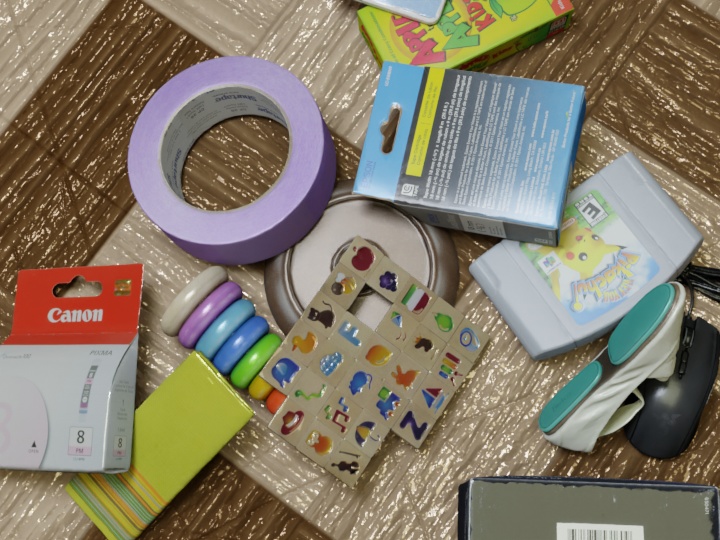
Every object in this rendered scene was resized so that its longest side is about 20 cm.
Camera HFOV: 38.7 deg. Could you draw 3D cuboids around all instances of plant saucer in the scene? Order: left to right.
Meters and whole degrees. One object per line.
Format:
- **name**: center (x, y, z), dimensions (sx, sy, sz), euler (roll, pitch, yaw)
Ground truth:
- **plant saucer**: center (0.000, 0.000, 1.028), dimensions (0.199, 0.032, 0.201), euler (0, 79, 2)

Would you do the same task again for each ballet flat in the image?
- **ballet flat**: center (0.247, 0.095, 0.950), dimensions (0.069, 0.069, 0.200), euler (41, 116, 10)

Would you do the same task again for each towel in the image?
- **towel**: center (-0.192, 0.173, 0.977), dimensions (0.086, 0.018, 0.200), euler (46, 103, 7)

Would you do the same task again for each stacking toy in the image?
- **stacking toy**: center (-0.095, 0.089, 0.993), dimensions (0.200, 0.085, 0.085), euler (41, 83, 5)

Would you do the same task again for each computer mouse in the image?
- **computer mouse**: center (0.284, 0.071, 0.990), dimensions (0.140, 0.046, 0.201), euler (23, 81, 7)

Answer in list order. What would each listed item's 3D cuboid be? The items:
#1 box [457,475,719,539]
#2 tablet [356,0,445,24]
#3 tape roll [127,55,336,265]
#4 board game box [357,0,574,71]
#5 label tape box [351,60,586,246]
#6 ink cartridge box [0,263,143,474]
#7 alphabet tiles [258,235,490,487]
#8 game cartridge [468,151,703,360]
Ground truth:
- **box**: center (0.184, 0.242, 0.883), dimensions (0.199, 0.198, 0.124), euler (2, 76, 3)
- **tablet**: center (0.050, -0.363, 1.044), dimensions (0.130, 0.014, 0.201), euler (19, 89, 5)
- **tape roll**: center (-0.127, -0.110, 1.023), dimensions (0.199, 0.066, 0.201), euler (-3, 72, 9)
- **board game box**: center (0.108, -0.261, 1.067), dimensions (0.199, 0.048, 0.102), euler (-26, 79, -3)
- **label tape box**: center (0.108, -0.116, 0.999), dimensions (0.199, 0.063, 0.145), euler (11, 79, 15)
- **ink cartridge box**: center (-0.294, 0.092, 0.991), dimensions (0.162, 0.057, 0.201), euler (-3, 82, 23)
- **alphabet tiles**: center (0.007, 0.095, 0.975), dimensions (0.167, 0.008, 0.200), euler (37, 76, -7)
- **game cartridge**: center (0.222, -0.008, 0.994), dimensions (0.200, 0.040, 0.134), euler (-36, 72, 3)
